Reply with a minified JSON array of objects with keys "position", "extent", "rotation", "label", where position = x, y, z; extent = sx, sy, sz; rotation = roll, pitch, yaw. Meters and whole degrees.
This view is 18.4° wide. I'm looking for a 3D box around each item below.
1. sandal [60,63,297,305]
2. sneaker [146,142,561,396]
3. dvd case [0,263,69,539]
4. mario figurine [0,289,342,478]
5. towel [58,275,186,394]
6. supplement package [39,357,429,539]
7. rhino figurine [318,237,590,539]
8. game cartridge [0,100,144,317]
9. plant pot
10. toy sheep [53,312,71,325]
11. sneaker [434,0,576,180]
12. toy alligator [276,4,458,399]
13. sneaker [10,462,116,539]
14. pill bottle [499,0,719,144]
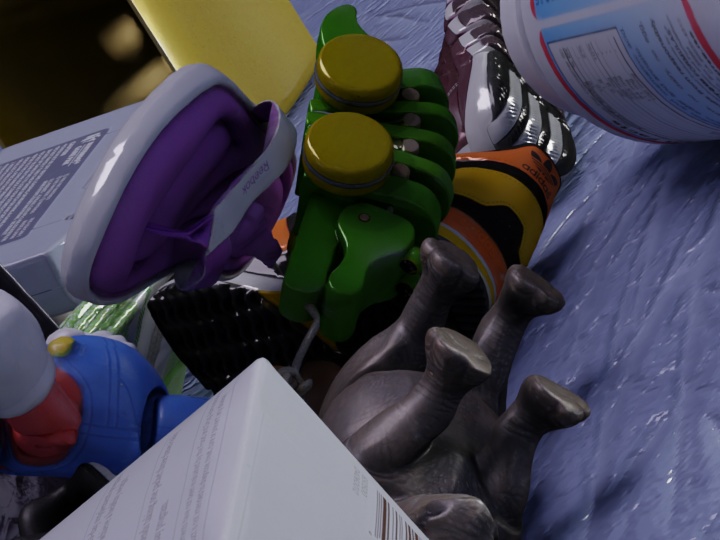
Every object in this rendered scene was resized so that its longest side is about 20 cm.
[{"position":[-0.044,-0.024,0.749],"extent":[0.203,0.050,0.083],"rotation":[-20,-47,-77],"label":"sandal"},{"position":[0.000,0.000,0.874],"extent":[0.200,0.070,0.090],"rotation":[-15,24,51],"label":"sneaker"},{"position":[-0.166,0.105,0.804],"extent":[0.200,0.149,0.016],"rotation":[-44,5,-17],"label":"dvd case"},{"position":[-0.103,0.030,0.743],"extent":[0.124,0.199,0.106],"rotation":[120,149,-43],"label":"mario figurine"},{"position":[-0.118,0.056,0.952],"extent":[0.200,0.031,0.150],"rotation":[-55,-12,-51],"label":"towel"},{"position":[-0.063,0.134,0.459],"extent":[0.200,0.114,0.110],"rotation":[-39,12,12],"label":"supplement package"},{"position":[0.018,0.060,0.603],"extent":[0.088,0.060,0.200],"rotation":[-57,8,17],"label":"rhino figurine"},{"position":[-0.149,-0.021,1.027],"extent":[0.133,0.041,0.200],"rotation":[-21,19,19],"label":"game cartridge"},{"position":[-0.150,-0.155,1.631],"extent":[0.200,0.200,0.176],"rotation":[-29,5,44],"label":"plant pot"},{"position":[-0.182,0.030,1.161],"extent":[0.200,0.138,0.138],"rotation":[-34,12,3],"label":"toy sheep"},{"position":[0.032,-0.061,0.977],"extent":[0.115,0.076,0.200],"rotation":[-40,12,18],"label":"sneaker"},{"position":[0.004,-0.015,0.747],"extent":[0.059,0.054,0.200],"rotation":[101,177,-48],"label":"toy alligator"},{"position":[-0.082,0.122,0.632],"extent":[0.076,0.088,0.200],"rotation":[-37,14,9],"label":"sneaker"},{"position":[0.120,-0.098,0.748],"extent":[0.109,0.109,0.200],"rotation":[-43,12,-12],"label":"pill bottle"}]
